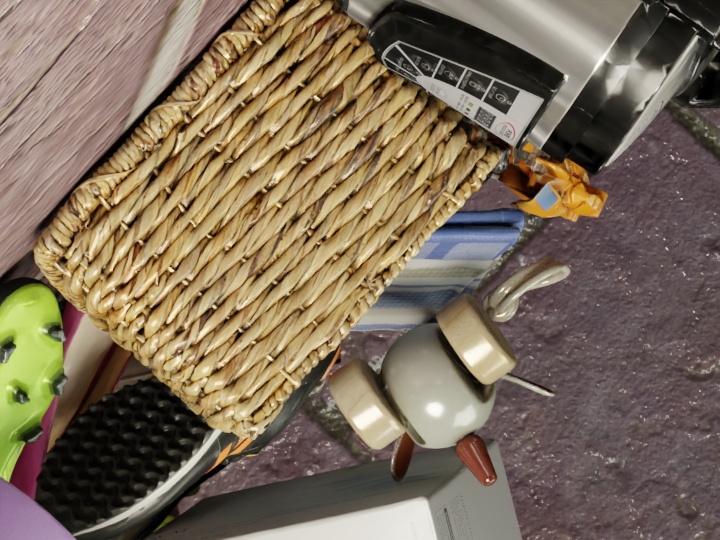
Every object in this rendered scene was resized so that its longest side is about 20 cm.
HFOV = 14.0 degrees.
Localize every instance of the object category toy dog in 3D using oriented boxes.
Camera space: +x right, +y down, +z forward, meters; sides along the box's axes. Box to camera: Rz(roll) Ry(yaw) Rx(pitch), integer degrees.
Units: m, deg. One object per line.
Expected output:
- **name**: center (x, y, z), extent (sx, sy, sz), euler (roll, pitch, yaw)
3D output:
- **toy dog**: center (0.057, 0.073, 1.635), extent (0.132, 0.096, 0.200), euler (-33, 175, 27)

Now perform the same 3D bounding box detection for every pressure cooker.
- **pressure cooker**: center (0.106, -0.144, 1.347), extent (0.179, 0.200, 0.176), euler (-56, 178, 36)

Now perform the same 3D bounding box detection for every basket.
- **basket**: center (-0.058, -0.041, 1.450), extent (0.200, 0.149, 0.143), euler (-49, -164, -5)

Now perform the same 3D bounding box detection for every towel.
- **towel**: center (0.000, 0.000, 1.646), extent (0.147, 0.024, 0.200), euler (-1, 165, -14)

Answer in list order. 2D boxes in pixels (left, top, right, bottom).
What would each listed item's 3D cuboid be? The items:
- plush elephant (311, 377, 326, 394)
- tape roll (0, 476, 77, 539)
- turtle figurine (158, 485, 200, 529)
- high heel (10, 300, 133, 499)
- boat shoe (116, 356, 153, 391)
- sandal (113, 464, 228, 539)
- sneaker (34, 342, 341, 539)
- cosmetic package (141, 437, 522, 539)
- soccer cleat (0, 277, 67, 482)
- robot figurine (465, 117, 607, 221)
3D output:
- **plush elephant**: center (-0.042, 0.002, 1.916), extent (0.155, 0.200, 0.165), euler (-33, -171, 13)
- **tape roll**: center (-0.196, 0.181, 1.417), extent (0.066, 0.200, 0.200), euler (-45, 177, -38)
- **turtle figurine**: center (-0.131, 0.084, 1.879), extent (0.200, 0.064, 0.162), euler (-40, -138, 46)
- **high heel**: center (-0.131, 0.044, 1.544), extent (0.200, 0.096, 0.067), euler (-41, 144, 19)
- **boat shoe**: center (-0.126, 0.041, 1.667), extent (0.200, 0.060, 0.072), euler (-24, -154, 51)
- **sandal**: center (-0.110, 0.102, 1.760), extent (0.201, 0.057, 0.080), euler (-44, 171, -19)
- **sneaker**: center (-0.082, 0.086, 1.552), extent (0.200, 0.070, 0.090), euler (-44, 145, -14)
- **cosmetic package**: center (-0.018, 0.189, 1.734), extent (0.199, 0.123, 0.200), euler (-13, -178, 15)
- **soccer cleat**: center (-0.197, 0.079, 1.452), extent (0.067, 0.081, 0.200), euler (-19, 137, -43)
- **robot figurine**: center (0.102, -0.097, 1.587), extent (0.145, 0.058, 0.200), euler (-68, 160, -4)
